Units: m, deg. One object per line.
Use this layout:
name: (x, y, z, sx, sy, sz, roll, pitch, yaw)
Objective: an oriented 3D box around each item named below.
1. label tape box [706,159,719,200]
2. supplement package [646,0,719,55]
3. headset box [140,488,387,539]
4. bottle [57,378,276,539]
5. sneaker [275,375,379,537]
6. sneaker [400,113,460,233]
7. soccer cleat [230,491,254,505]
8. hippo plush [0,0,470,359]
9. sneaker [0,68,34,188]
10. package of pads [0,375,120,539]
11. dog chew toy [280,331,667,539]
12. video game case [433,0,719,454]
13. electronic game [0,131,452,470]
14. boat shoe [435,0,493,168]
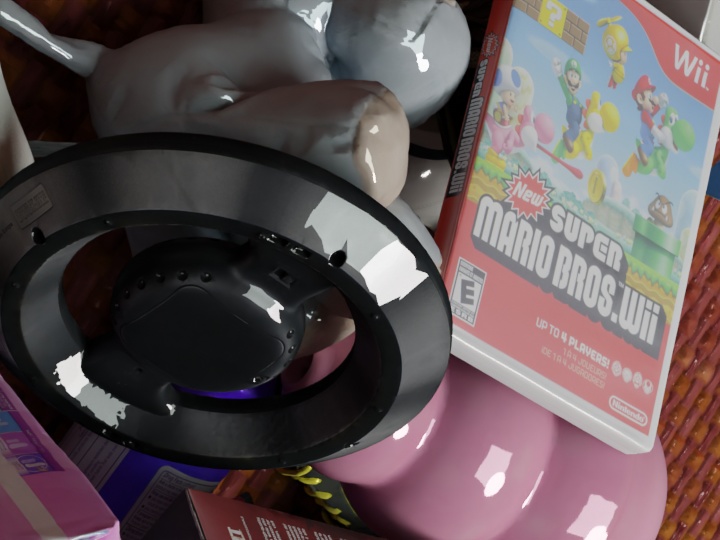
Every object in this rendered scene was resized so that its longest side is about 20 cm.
label tape box: (0.272, -0.096, 1.211, 0.200, 0.144, 0.063, -42, 137, -25)
supplement package: (0.195, -0.153, 1.303, 0.200, 0.117, 0.117, -9, 119, -46)
headset box: (-0.046, 0.180, 1.072, 0.200, 0.075, 0.149, 20, 122, -39)
bottle: (-0.096, 0.081, 1.145, 0.200, 0.065, 0.084, -54, 162, 3)
sneaker: (-0.013, 0.090, 1.270, 0.085, 0.074, 0.200, -21, 119, -32)
sneaker: (0.066, -0.057, 1.267, 0.200, 0.076, 0.081, -3, 125, -41)
soccer cleat: (-0.089, 0.184, 1.168, 0.085, 0.069, 0.200, -34, 159, -44)
hippo plush: (-0.040, -0.068, 1.093, 0.161, 0.200, 0.159, -60, 165, -44)
sneaker: (-0.186, -0.075, 0.959, 0.085, 0.073, 0.200, -44, 141, -24)
package of pads: (-0.161, 0.106, 0.995, 0.076, 0.200, 0.121, -8, 120, -29)
dog chew toy: (0.046, 0.081, 1.155, 0.200, 0.125, 0.125, 29, 91, -32)
video game case: (0.099, -0.036, 1.125, 0.143, 0.017, 0.200, 30, 63, -35)
electronic game: (-0.062, 0.017, 1.025, 0.200, 0.200, 0.042, 68, 24, -45)
boat shoe: (0.062, -0.099, 1.156, 0.065, 0.073, 0.200, -11, 79, -50)
